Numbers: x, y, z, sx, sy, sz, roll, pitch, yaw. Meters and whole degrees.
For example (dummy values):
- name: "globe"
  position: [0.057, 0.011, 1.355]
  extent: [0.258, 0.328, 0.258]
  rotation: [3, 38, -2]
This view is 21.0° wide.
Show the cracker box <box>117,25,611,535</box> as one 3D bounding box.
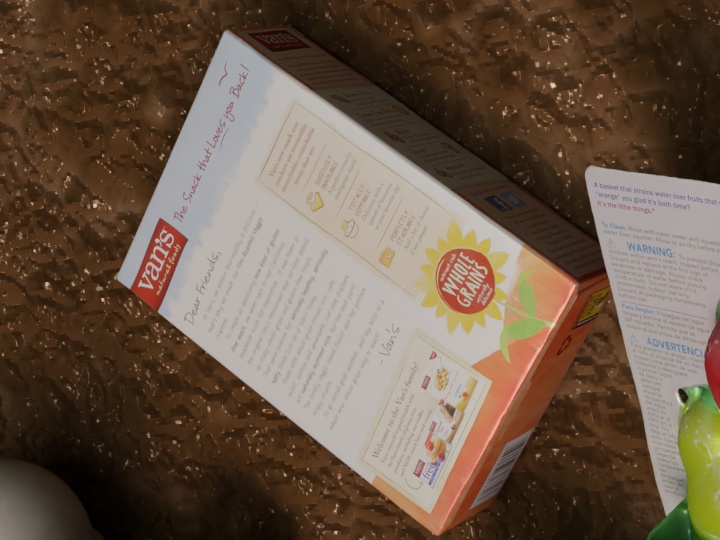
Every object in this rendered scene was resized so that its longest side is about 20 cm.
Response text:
- name: "cracker box"
  position: [0.000, 0.000, 0.857]
  extent: [0.199, 0.058, 0.135]
  rotation: [37, 115, 20]

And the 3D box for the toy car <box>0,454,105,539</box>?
- name: "toy car"
  position: [-0.153, 0.159, 0.951]
  extent: [0.185, 0.175, 0.201]
  rotation: [-62, 38, 39]

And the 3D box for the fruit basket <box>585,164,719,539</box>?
- name: "fruit basket"
  position: [0.174, 0.059, 0.704]
  extent: [0.184, 0.093, 0.202]
  rotation: [12, 122, 47]
